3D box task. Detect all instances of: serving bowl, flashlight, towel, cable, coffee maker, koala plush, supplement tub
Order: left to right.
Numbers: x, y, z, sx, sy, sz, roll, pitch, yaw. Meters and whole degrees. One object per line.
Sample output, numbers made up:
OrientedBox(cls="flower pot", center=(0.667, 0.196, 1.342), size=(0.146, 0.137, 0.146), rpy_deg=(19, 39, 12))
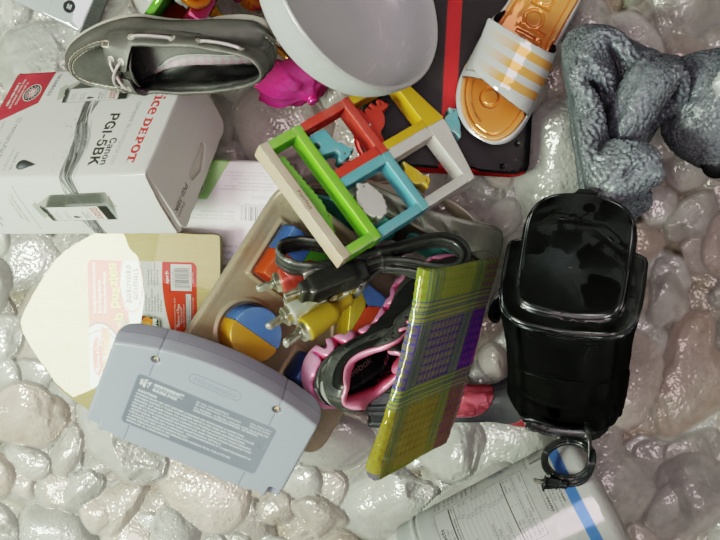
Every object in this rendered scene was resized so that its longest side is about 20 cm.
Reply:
OrientedBox(cls="serving bowl", center=(-0.022, -0.243, 1.018), size=(0.066, 0.200, 0.201), rpy_deg=(-25, 92, 43))
OrientedBox(cls="cable", center=(0.000, 0.000, 1.031), size=(0.198, 0.051, 0.098), rpy_deg=(-17, 58, -20))
OrientedBox(cls="towel", center=(0.064, 0.086, 1.006), size=(0.023, 0.143, 0.202), rpy_deg=(22, 107, 28))
OrientedBox(cls="flashlight", center=(0.105, 0.124, 1.106), size=(0.198, 0.068, 0.068), rpy_deg=(0, 95, 4))
OrientedBox(cls="supplement tub", center=(0.149, 0.260, 1.081), size=(0.199, 0.132, 0.133), rpy_deg=(-30, 91, 7))
OrientedBox(cls="coffee maker", center=(0.189, 0.061, 0.978), size=(0.133, 0.200, 0.194), rpy_deg=(-13, 60, 3))
OrientedBox(cls="koala plush", center=(0.291, -0.149, 1.022), size=(0.198, 0.177, 0.186), rpy_deg=(-9, 81, 9))

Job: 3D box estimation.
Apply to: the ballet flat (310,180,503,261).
OrientedBox(cls="ballet flat", center=(0.047, -0.054, 1.109), size=(0.199, 0.067, 0.064), rpy_deg=(24, 69, 2))

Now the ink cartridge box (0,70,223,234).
OrientedBox(cls="ink cartridge box", center=(-0.248, -0.114, 1.055), size=(0.198, 0.083, 0.148), rpy_deg=(0, 52, 20))

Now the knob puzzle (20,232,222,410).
OrientedBox(cls="knob puzzle", center=(-0.228, 0.051, 1.083), size=(0.217, 0.030, 0.222), rpy_deg=(1, 98, 7))

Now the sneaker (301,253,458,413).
OrientedBox(cls="sneaker", center=(0.040, 0.063, 1.033), size=(0.200, 0.095, 0.079), rpy_deg=(-41, 106, -11))

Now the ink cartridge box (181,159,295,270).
OrientedBox(cls="ink cartridge box", center=(-0.127, -0.009, 1.116), size=(0.116, 0.067, 0.202), rpy_deg=(3, 95, 6))

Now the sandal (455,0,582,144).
OrientedBox(cls="sandal", center=(0.151, -0.222, 1.053), size=(0.079, 0.059, 0.208), rpy_deg=(26, 91, 10))

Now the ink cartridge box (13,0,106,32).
OrientedBox(cls="ink cartridge box", center=(-0.322, -0.367, 1.120), size=(0.198, 0.041, 0.202), rpy_deg=(24, 96, 3))

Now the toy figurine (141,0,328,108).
OrientedBox(cls="toy figurine", center=(-0.092, -0.244, 1.079), size=(0.183, 0.150, 0.201), rpy_deg=(36, 58, -15))

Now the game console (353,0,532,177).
OrientedBox(cls="game console", center=(0.084, -0.197, 1.107), size=(0.175, 0.031, 0.202), rpy_deg=(3, 95, 0))

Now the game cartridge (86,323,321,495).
OrientedBox(cls="game cartridge", center=(-0.142, 0.126, 1.032), size=(0.199, 0.041, 0.134), rpy_deg=(24, 129, -7))

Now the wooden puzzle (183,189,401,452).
OrientedBox(cls="wooden puzzle", center=(-0.054, 0.051, 1.068), size=(0.185, 0.046, 0.201), rpy_deg=(38, 80, -25))

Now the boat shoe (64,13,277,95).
OrientedBox(cls="boat shoe", center=(-0.172, -0.186, 0.988), size=(0.198, 0.057, 0.067), rpy_deg=(-4, 136, 9))

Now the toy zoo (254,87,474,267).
OrientedBox(cls="toy zoo", center=(0.018, -0.104, 1.044), size=(0.199, 0.020, 0.132), rpy_deg=(-33, 81, -28))
